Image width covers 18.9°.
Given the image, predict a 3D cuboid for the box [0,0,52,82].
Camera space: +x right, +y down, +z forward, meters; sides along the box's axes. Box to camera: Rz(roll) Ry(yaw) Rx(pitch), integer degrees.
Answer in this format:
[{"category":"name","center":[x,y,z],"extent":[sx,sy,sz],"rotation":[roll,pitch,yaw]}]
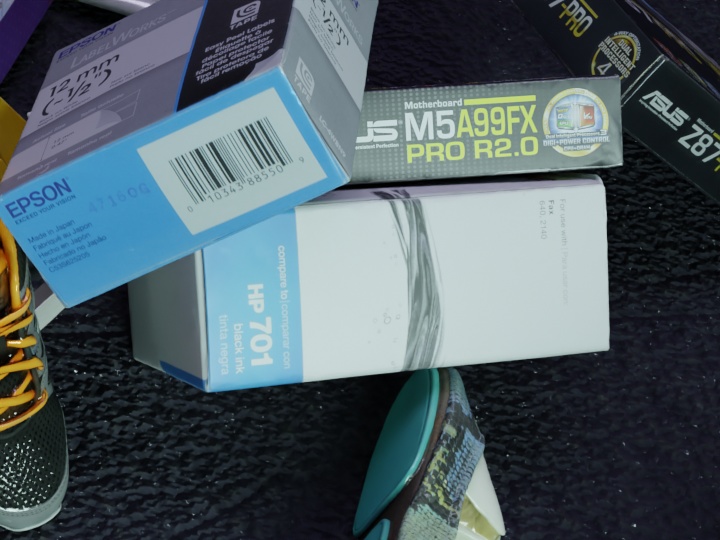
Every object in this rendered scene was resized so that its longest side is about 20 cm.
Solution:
[{"category":"box","center":[-0.265,-0.130,1.212],"extent":[0.136,0.039,0.201],"rotation":[8,37,9]}]

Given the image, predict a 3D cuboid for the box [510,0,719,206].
[{"category":"box","center":[0.168,-0.099,1.189],"extent":[0.200,0.049,0.161],"rotation":[31,17,-41]}]

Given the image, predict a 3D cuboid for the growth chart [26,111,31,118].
[{"category":"growth chart","center":[-0.111,-0.074,1.207],"extent":[0.199,0.018,0.145],"rotation":[-19,46,-33]}]

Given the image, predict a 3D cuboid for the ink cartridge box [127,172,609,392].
[{"category":"ink cartridge box","center":[0.000,0.000,1.031],"extent":[0.198,0.087,0.146],"rotation":[-4,5,-19]}]

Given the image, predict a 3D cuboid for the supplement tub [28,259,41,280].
[{"category":"supplement tub","center":[-0.246,-0.005,1.016],"extent":[0.199,0.108,0.107],"rotation":[-17,45,-31]}]

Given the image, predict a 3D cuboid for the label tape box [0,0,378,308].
[{"category":"label tape box","center":[-0.070,-0.086,0.959],"extent":[0.142,0.066,0.201],"rotation":[-23,30,20]}]

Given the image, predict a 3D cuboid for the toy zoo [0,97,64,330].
[{"category":"toy zoo","center":[-0.201,-0.006,0.969],"extent":[0.200,0.132,0.020],"rotation":[-45,26,-23]}]

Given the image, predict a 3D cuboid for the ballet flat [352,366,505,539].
[{"category":"ballet flat","center":[0.029,0.123,0.960],"extent":[0.074,0.075,0.201],"rotation":[15,40,6]}]

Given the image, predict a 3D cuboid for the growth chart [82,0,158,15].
[{"category":"growth chart","center":[-0.118,-0.210,1.363],"extent":[0.144,0.018,0.200],"rotation":[21,39,13]}]

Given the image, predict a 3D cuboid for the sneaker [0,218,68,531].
[{"category":"sneaker","center":[-0.171,0.023,0.933],"extent":[0.078,0.201,0.077],"rotation":[-29,20,-30]}]

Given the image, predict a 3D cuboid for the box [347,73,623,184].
[{"category":"box","center":[0.032,-0.072,1.085],"extent":[0.159,0.045,0.200],"rotation":[-4,5,-6]}]
